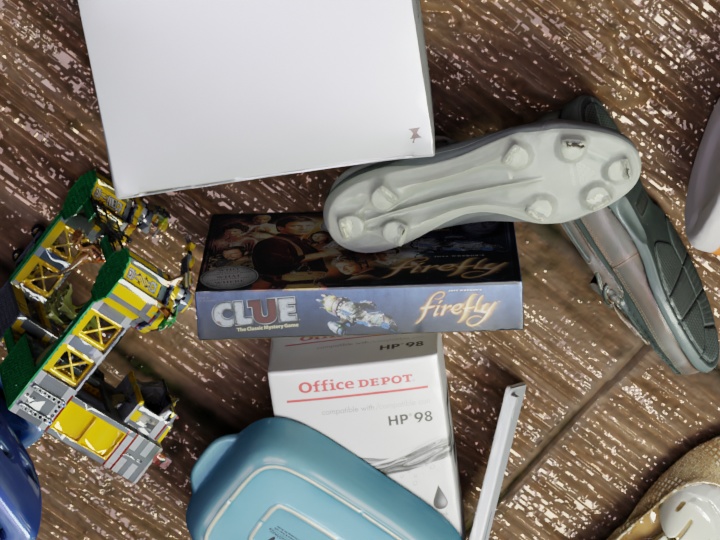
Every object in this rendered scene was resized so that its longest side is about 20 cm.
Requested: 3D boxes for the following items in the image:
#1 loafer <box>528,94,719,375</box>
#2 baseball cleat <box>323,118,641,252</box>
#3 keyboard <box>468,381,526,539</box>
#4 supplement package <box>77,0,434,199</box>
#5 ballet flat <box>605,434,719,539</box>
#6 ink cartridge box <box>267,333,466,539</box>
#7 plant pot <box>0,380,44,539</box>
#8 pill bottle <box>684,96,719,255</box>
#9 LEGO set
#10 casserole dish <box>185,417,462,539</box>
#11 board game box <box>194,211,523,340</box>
[{"bbox_3d":[0.166,-0.017,1.498,0.063,0.072,0.200,-22,104,30],"label":"loafer"},{"bbox_3d":[0.074,-0.066,1.449,0.200,0.106,0.070,-9,115,5],"label":"baseball cleat"},{"bbox_3d":[0.081,0.173,1.542,0.011,0.056,0.200,14,94,9],"label":"keyboard"},{"bbox_3d":[-0.062,-0.146,1.419,0.200,0.111,0.156,-8,111,4],"label":"supplement package"},{"bbox_3d":[0.205,0.192,1.572,0.070,0.065,0.200,39,107,-13],"label":"ballet flat"},{"bbox_3d":[0.003,0.102,1.538,0.116,0.067,0.200,-7,112,5],"label":"ink cartridge box"},{"bbox_3d":[-0.327,0.110,1.488,0.200,0.180,0.200,-32,108,13],"label":"plant pot"},{"bbox_3d":[0.315,-0.042,1.450,0.200,0.114,0.114,15,111,-4],"label":"pill bottle"},{"bbox_3d":[-0.149,0.038,1.459,0.116,0.200,0.154,34,93,-26],"label":"LEGO set"},{"bbox_3d":[-0.024,0.182,1.516,0.200,0.039,0.121,35,110,-10],"label":"casserole dish"},{"bbox_3d":[0.000,0.000,1.462,0.200,0.136,0.035,-2,111,1],"label":"board game box"}]
